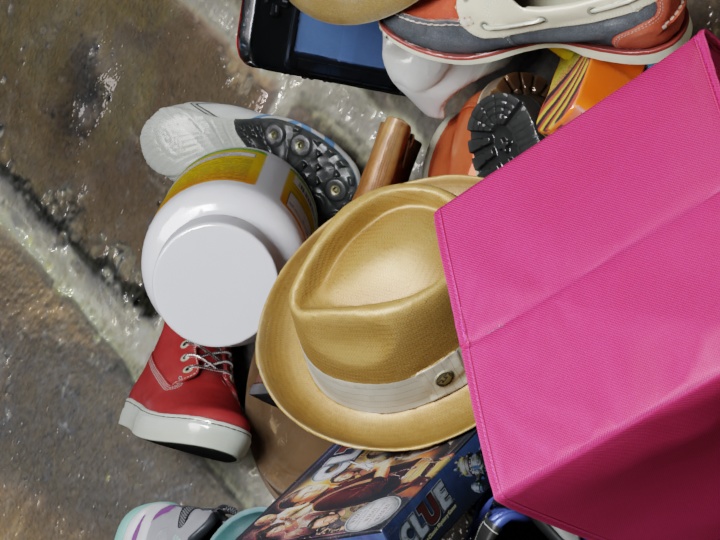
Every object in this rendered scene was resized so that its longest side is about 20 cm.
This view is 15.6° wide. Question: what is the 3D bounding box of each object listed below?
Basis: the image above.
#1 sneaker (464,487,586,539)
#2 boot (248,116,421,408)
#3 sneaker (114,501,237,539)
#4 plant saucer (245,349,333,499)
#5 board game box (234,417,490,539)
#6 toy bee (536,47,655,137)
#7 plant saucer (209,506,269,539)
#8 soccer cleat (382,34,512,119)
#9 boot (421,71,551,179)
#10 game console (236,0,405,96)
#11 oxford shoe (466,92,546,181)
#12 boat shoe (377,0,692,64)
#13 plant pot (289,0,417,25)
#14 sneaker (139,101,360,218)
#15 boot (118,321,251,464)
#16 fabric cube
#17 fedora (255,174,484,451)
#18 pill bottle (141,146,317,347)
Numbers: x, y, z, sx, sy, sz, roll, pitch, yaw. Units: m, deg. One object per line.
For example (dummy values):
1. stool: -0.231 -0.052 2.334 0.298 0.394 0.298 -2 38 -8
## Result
1. sneaker: 0.099 0.151 1.572 0.081 0.115 0.199 -60 40 13
2. boot: 0.000 0.000 1.696 0.068 0.188 0.201 22 92 9
3. sneaker: -0.126 0.256 1.831 0.140 0.078 0.201 -10 68 49
4. plant saucer: -0.017 0.076 1.812 0.200 0.029 0.201 -24 57 44
5. board game box: 0.024 0.122 1.584 0.135 0.200 0.035 -15 110 42
6. toy bee: 0.156 -0.133 1.633 0.131 0.200 0.109 50 144 2
7. plant saucer: -0.047 0.249 1.661 0.200 0.036 0.201 -6 83 53
8. soccer cleat: 0.095 -0.184 1.728 0.200 0.078 0.069 -43 42 -13
9. boot: 0.079 -0.021 1.711 0.107 0.075 0.201 -17 63 61
10. game console: 0.031 -0.203 1.732 0.118 0.200 0.173 10 93 38
11. oxford shoe: 0.134 -0.016 1.635 0.073 0.084 0.201 -16 83 40
12. boat shoe: 0.097 -0.163 1.554 0.199 0.063 0.071 6 60 26
13. plant pot: 0.008 -0.248 1.602 0.200 0.027 0.201 -17 62 36
14. sneaker: -0.072 -0.084 1.916 0.200 0.072 0.072 16 105 38
15. boot: -0.110 0.058 1.870 0.145 0.072 0.200 -70 19 -2
16. fabric cube: 0.188 0.024 1.437 0.199 0.196 0.200 -35 50 31
17. fedora: 0.022 0.010 1.567 0.200 0.082 0.201 -10 56 16
18. pill bottle: -0.088 -0.012 1.765 0.111 0.111 0.200 -62 4 13
